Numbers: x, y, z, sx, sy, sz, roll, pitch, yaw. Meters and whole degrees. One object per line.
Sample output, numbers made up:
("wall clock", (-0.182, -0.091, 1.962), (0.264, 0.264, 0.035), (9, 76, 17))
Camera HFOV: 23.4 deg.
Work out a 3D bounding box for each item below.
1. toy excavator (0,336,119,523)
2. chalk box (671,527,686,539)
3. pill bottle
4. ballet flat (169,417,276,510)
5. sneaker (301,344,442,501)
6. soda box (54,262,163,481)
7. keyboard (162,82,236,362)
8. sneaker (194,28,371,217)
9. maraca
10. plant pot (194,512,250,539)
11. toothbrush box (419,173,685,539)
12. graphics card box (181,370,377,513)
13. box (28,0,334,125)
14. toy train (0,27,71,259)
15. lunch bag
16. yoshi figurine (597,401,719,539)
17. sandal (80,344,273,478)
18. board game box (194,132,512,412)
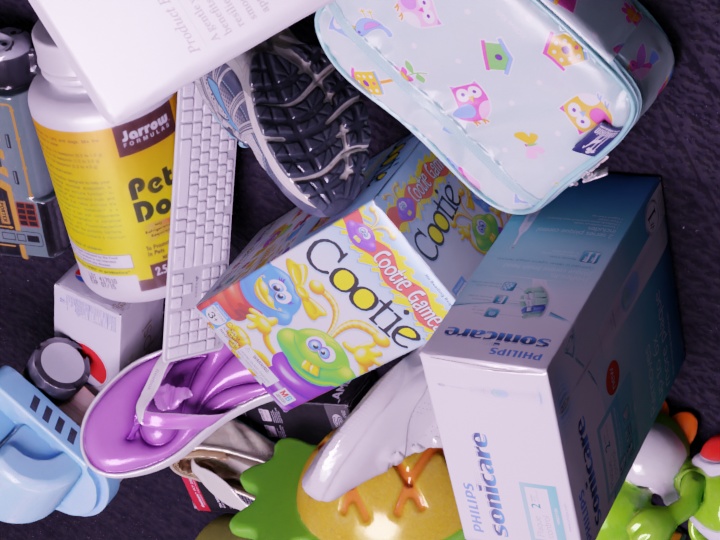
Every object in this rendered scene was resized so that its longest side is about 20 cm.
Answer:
("toy excavator", (-0.285, 0.138, 1.312), (0.194, 0.200, 0.100), (40, 136, -2))
("chalk box", (0.120, 0.237, 1.280), (0.124, 0.125, 0.200), (39, 138, 0))
("pill bottle", (-0.166, -0.086, 1.217), (0.108, 0.109, 0.202), (9, 129, 27))
("ballet flat", (-0.055, 0.170, 1.313), (0.198, 0.062, 0.068), (22, 134, 15))
("sneaker", (0.052, 0.096, 1.159), (0.089, 0.200, 0.075), (47, 170, 0))
("soda box", (-0.203, 0.077, 1.404), (0.063, 0.068, 0.201), (24, 134, 15))
("keyboard", (-0.111, -0.036, 1.209), (0.011, 0.056, 0.203), (17, 110, 35))
("sneaker", (-0.060, -0.115, 1.130), (0.201, 0.077, 0.087), (61, 152, 18))
("maraca", (0.005, 0.156, 1.231), (0.197, 0.138, 0.108), (-6, 126, 14))
("plant pot", (-0.045, 0.272, 1.399), (0.199, 0.187, 0.189), (22, 136, 38))
("toothbrush box", (0.124, 0.053, 1.071), (0.084, 0.200, 0.148), (6, 127, 29))
("graphics card box", (-0.063, 0.135, 1.371), (0.198, 0.051, 0.127), (0, 124, 34))
("box", (-0.111, -0.228, 0.966), (0.170, 0.200, 0.200), (-28, 110, 10))
("toy train", (-0.273, -0.097, 1.306), (0.113, 0.086, 0.202), (6, 127, 14))
("lunch bag", (0.077, -0.131, 1.041), (0.200, 0.077, 0.160), (43, 136, -4))
("yoshi figurine", (0.220, 0.166, 1.170), (0.198, 0.112, 0.113), (22, 141, 21))
("sandal", (-0.122, 0.083, 1.291), (0.083, 0.201, 0.050), (61, 179, 17))
("board game box", (0.000, 0.000, 1.180), (0.103, 0.105, 0.199), (49, 136, -11))
